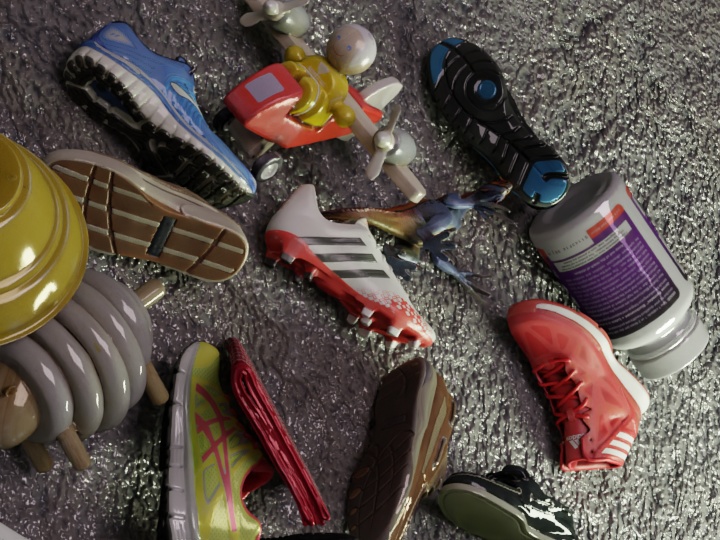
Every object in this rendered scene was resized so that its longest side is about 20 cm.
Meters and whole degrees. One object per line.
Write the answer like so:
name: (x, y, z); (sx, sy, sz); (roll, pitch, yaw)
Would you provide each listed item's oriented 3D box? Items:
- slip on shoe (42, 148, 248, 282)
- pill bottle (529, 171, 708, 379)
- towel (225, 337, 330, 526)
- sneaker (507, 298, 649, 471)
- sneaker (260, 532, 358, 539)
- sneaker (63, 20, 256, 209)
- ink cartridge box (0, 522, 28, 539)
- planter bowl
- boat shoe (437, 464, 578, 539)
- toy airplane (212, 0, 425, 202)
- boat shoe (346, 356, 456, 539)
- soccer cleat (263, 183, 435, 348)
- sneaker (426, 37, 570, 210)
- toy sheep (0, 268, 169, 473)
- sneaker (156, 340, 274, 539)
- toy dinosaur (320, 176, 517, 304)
slip on shoe: (-0.184, -0.052, 1.666); (0.199, 0.076, 0.061); (20, 21, -30)
pill bottle: (0.269, 0.009, 2.052); (0.200, 0.111, 0.112); (54, 45, -15)
towel: (-0.073, 0.128, 1.638); (0.022, 0.200, 0.145); (-27, 97, -3)
sneaker: (0.209, 0.122, 1.975); (0.200, 0.078, 0.116); (39, 49, -26)
sneaker: (-0.065, 0.265, 1.602); (0.060, 0.198, 0.105); (-98, -174, -86)
sneaker: (-0.155, -0.135, 1.709); (0.200, 0.078, 0.089); (47, 50, -22)
ink cartridge box: (-0.246, 0.285, 1.450); (0.200, 0.084, 0.145); (38, 50, -28)
planter bowl: (-0.294, -0.047, 1.463); (0.199, 0.084, 0.201); (7, 53, -9)
boat shoe: (0.142, 0.215, 1.868); (0.199, 0.074, 0.066); (31, 58, -39)
toy airplane: (-0.023, -0.161, 1.802); (0.199, 0.141, 0.200); (26, 34, -16)
boat shoe: (0.046, 0.173, 1.795); (0.072, 0.076, 0.201); (40, 52, -30)
soccer cleat: (0.000, 0.000, 1.815); (0.200, 0.068, 0.086); (35, 69, -25)
sneaker: (0.131, -0.140, 2.014); (0.073, 0.082, 0.201); (-33, 83, -5)
toy sheep: (-0.219, 0.068, 1.532); (0.200, 0.138, 0.138); (-42, 105, -41)
sneaker: (-0.114, 0.146, 1.605); (0.090, 0.078, 0.201); (4, 53, -9)
toy dinosaur: (0.077, -0.058, 1.911); (0.200, 0.105, 0.182); (39, 29, -12)
